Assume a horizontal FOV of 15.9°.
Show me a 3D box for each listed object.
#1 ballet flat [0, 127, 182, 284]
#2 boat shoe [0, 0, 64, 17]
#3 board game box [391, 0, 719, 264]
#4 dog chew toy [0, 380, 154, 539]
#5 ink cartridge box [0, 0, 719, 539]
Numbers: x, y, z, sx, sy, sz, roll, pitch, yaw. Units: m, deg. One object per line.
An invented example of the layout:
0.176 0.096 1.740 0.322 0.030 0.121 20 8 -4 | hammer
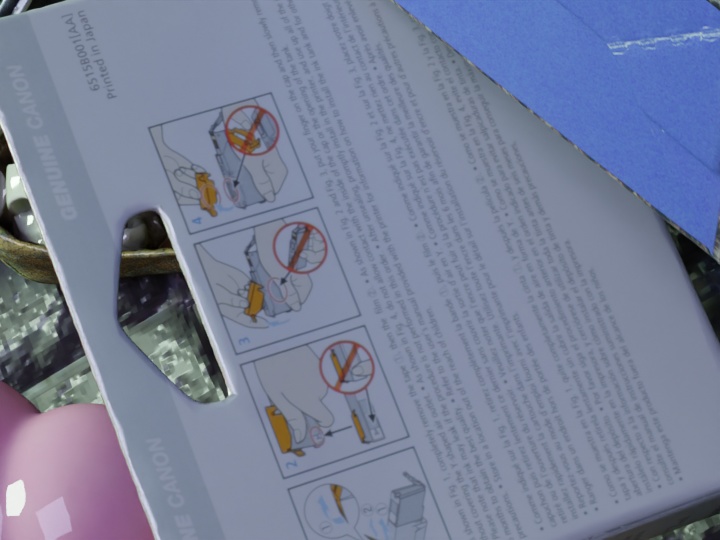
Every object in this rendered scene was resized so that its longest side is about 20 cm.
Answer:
-0.038 -0.032 0.809 0.200 0.071 0.071 -6 72 20 | ballet flat
-0.154 -0.055 0.862 0.199 0.068 0.074 -44 63 5 | boat shoe
0.115 -0.128 0.713 0.200 0.097 0.159 -37 61 -23 | board game box
-0.142 0.083 0.792 0.200 0.125 0.125 -4 73 14 | dog chew toy
0.000 0.000 0.738 0.173 0.044 0.200 -18 74 -16 | ink cartridge box
